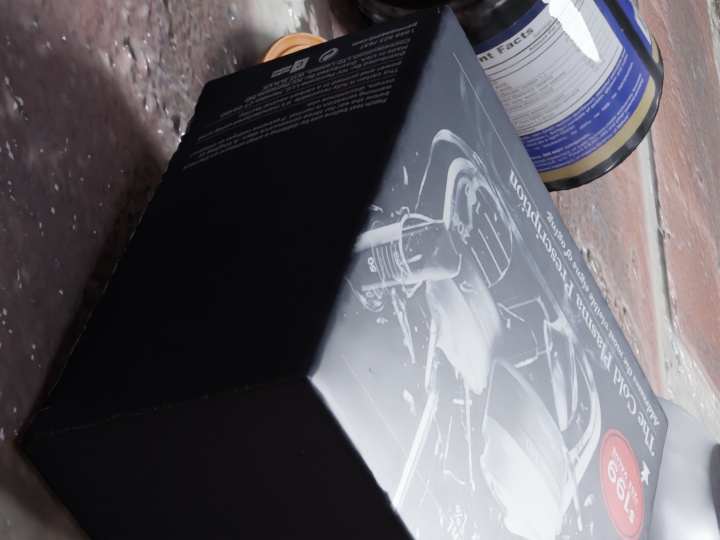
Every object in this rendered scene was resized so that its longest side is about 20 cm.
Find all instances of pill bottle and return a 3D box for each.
[{"bbox_3d":[0.063,-0.132,0.923,0.200,0.111,0.113,46,33,-48],"label":"pill bottle"}]

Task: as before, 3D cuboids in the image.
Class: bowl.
[{"bbox_3d":[0.163,0.145,0.976,0.201,0.090,0.203,49,31,-43],"label":"bowl"}]

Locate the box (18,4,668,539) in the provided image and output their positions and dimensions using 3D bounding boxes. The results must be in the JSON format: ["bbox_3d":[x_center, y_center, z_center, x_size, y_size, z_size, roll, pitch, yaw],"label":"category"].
[{"bbox_3d":[0.010,0.054,0.633,0.201,0.103,0.183,58,34,-30],"label":"box"}]

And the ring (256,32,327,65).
[{"bbox_3d":[0.000,0.000,0.793,0.201,0.019,0.202,50,29,-42],"label":"ring"}]
